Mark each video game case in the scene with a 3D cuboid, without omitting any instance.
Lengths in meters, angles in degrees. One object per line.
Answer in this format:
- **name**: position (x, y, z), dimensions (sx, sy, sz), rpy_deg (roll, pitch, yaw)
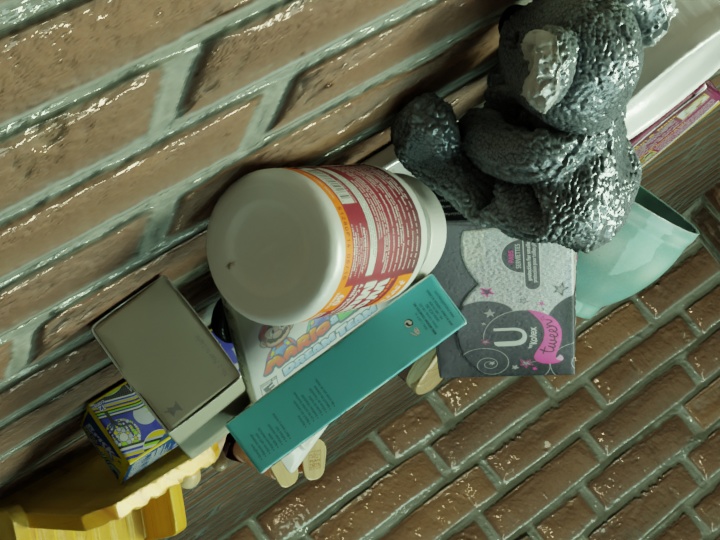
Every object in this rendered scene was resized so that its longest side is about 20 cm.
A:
- **video game case**: position (-0.026, 0.005, 1.232), dimensions (0.200, 0.024, 0.182), rpy_deg (-33, 142, -21)

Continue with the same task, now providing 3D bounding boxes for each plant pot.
- **plant pot**: position (0.216, -0.038, 1.454), dimensions (0.134, 0.200, 0.200), rpy_deg (-57, 165, 13)

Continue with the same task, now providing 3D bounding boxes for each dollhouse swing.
- **dollhouse swing**: position (-0.232, 0.256, 1.407), dimensions (0.175, 0.182, 0.200), rpy_deg (11, -153, 39)

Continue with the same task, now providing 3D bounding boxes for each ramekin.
- **ramekin**: position (0.244, -0.195, 1.274), dimensions (0.200, 0.098, 0.200), rpy_deg (-36, 170, -8)

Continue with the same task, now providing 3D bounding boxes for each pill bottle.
- **pill bottle**: position (-0.017, -0.024, 1.075), dimensions (0.110, 0.110, 0.200), rpy_deg (-42, 165, 25)

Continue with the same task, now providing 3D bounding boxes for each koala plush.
- **koala plush**: position (0.152, -0.132, 1.087), dimensions (0.177, 0.184, 0.200), rpy_deg (-31, 157, -34)

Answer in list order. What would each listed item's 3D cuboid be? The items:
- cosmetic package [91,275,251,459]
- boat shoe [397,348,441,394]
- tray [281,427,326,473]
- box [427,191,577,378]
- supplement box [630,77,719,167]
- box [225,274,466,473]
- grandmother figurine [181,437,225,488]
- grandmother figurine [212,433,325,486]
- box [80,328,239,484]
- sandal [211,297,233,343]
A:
- **cosmetic package**: position (-0.146, 0.083, 1.167), dimensions (0.073, 0.104, 0.200), rpy_deg (-37, 172, -10)
- **boat shoe**: position (0.096, 0.035, 1.543), dimensions (0.200, 0.065, 0.072), rpy_deg (-59, 158, 8)
- **tray**: position (-0.037, 0.102, 1.501), dimensions (0.022, 0.108, 0.200), rpy_deg (1, -137, 43)
- **box**: position (0.127, -0.008, 1.297), dimensions (0.132, 0.115, 0.200), rpy_deg (-2, 135, 7)
- **supplement box**: position (0.280, -0.175, 1.475), dimensions (0.131, 0.103, 0.200), rpy_deg (-40, 171, 16)
- **box**: position (-0.010, 0.081, 1.158), dimensions (0.200, 0.049, 0.082), rpy_deg (-36, 177, 1)
- **grandmother figurine**: position (-0.148, 0.139, 1.497), dimensions (0.200, 0.060, 0.122), rpy_deg (123, -20, -48)
- **grandmother figurine**: position (-0.118, 0.193, 1.626), dimensions (0.121, 0.061, 0.200), rpy_deg (1, -175, -38)
- **box**: position (-0.155, 0.109, 1.346), dimensions (0.200, 0.070, 0.064), rpy_deg (-32, 170, -28)
- **sandal**: position (-0.052, -0.004, 1.256), dimensions (0.200, 0.045, 0.075), rpy_deg (-27, 140, -29)
